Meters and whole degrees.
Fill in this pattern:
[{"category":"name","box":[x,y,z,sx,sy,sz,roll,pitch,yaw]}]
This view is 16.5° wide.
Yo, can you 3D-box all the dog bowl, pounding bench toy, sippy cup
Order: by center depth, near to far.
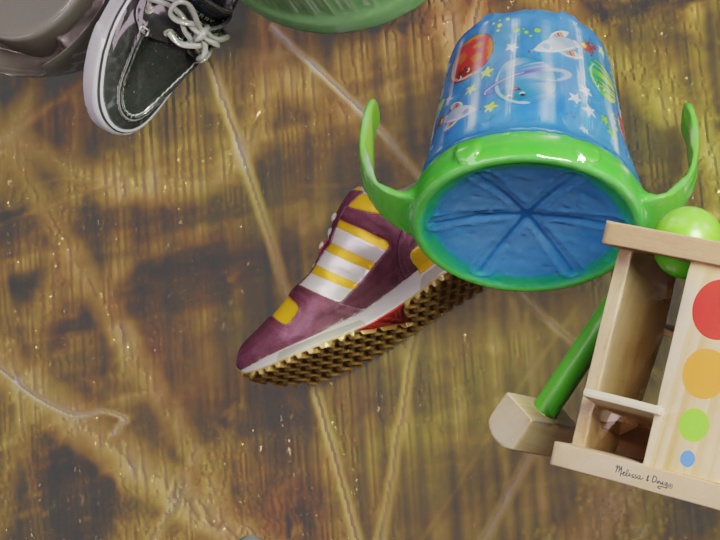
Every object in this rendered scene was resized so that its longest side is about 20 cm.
[{"category":"pounding bench toy","box":[0.174,0.043,1.395,0.200,0.124,0.156,12,89,36]},{"category":"sippy cup","box":[0.099,-0.077,1.463,0.140,0.178,0.131,-40,36,46]},{"category":"dog bowl","box":[-0.224,-0.229,1.765,0.200,0.059,0.201,-6,80,35]}]

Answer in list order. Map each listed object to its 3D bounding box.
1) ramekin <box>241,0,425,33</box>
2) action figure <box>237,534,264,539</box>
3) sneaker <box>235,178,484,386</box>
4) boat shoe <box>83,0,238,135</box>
[{"category":"ramekin","box":[-0.023,-0.259,1.567,0.199,0.098,0.201,-4,75,16]},{"category":"action figure","box":[-0.039,0.218,1.565,0.200,0.055,0.118,20,97,40]},{"category":"sneaker","box":[0.000,0.000,1.561,0.200,0.075,0.090,-29,69,19]},{"category":"boat shoe","box":[-0.116,-0.176,1.671,0.068,0.074,0.200,35,94,49]}]
